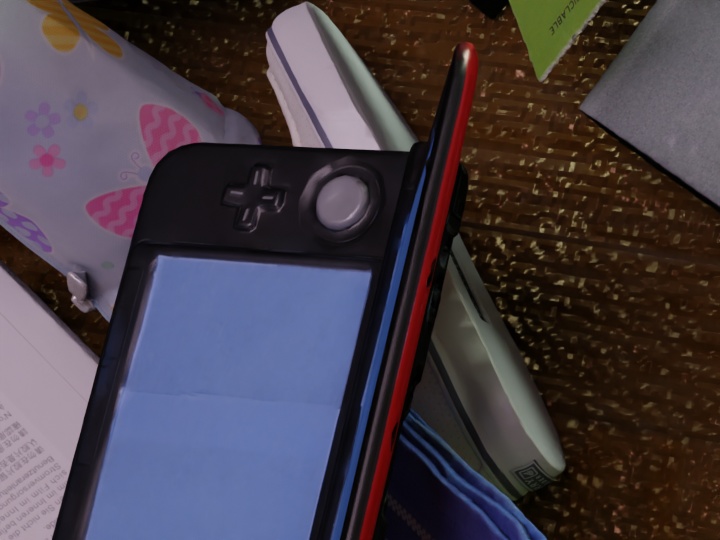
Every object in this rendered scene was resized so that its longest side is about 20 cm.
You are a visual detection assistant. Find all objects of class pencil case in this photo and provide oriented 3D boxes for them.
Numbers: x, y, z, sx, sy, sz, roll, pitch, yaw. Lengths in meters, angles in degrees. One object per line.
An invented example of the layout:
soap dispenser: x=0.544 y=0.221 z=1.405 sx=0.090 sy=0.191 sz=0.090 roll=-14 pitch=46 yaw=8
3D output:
pencil case: x=-0.130 y=-0.060 z=0.976 sx=0.091 sy=0.200 sz=0.083 roll=-48 pitch=25 yaw=19

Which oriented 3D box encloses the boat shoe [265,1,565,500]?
boat shoe: x=0.000 y=0.000 z=0.971 sx=0.070 sy=0.071 sz=0.200 roll=-30 pitch=72 yaw=12

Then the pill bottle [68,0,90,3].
pill bottle: x=-0.131 y=-0.154 z=1.040 sx=0.200 sy=0.112 sz=0.112 roll=-2 pitch=75 yaw=36

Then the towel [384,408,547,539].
towel: x=-0.007 y=0.149 z=0.880 sx=0.200 sy=0.024 sz=0.145 roll=-65 pitch=29 yaw=9

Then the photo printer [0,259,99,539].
photo printer: x=-0.134 y=0.104 z=0.975 sx=0.166 sy=0.069 sz=0.200 roll=-38 pitch=60 yaw=-19

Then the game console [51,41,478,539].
game console: x=-0.038 y=0.037 z=0.849 sx=0.172 sy=0.119 sz=0.200 roll=4 pitch=71 yaw=29

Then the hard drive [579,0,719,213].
hard drive: x=0.186 y=-0.095 z=0.926 sx=0.140 sy=0.033 sz=0.200 roll=38 pitch=94 yaw=28

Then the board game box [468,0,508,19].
board game box: x=0.023 y=-0.205 z=1.035 sx=0.200 sy=0.028 sz=0.135 roll=43 pitch=97 yaw=27

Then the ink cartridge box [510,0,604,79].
ink cartridge box: x=0.037 y=-0.187 z=0.905 sx=0.148 sy=0.076 sz=0.200 roll=-52 pitch=46 yaw=41
